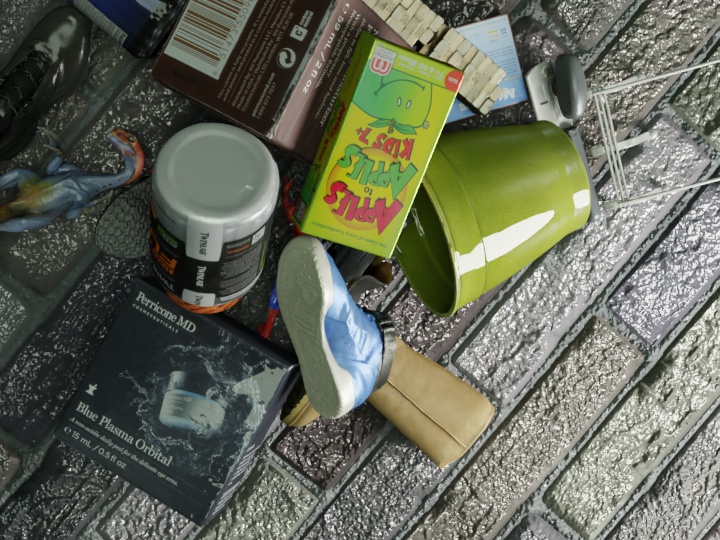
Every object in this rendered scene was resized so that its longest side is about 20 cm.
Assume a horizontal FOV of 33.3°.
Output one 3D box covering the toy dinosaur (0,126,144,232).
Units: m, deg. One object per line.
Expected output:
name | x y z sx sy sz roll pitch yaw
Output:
toy dinosaur | -0.332 -0.098 1.310 0.181 0.200 0.106 -14 89 -29

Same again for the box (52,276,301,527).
box | -0.196 0.139 1.325 0.196 0.117 0.201 29 93 6

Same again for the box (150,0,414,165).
box | -0.074 -0.214 1.242 0.164 0.200 0.167 28 93 25

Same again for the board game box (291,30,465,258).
board game box | 0.016 -0.123 1.191 0.101 0.048 0.201 16 105 -22

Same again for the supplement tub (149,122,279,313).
supplement tub | -0.150 -0.045 1.206 0.122 0.200 0.123 5 59 -8

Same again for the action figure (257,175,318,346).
action figure | -0.070 -0.025 1.372 0.065 0.099 0.201 12 119 -10

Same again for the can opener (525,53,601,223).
can opener | 0.237 -0.145 1.383 0.052 0.066 0.201 -21 105 -26

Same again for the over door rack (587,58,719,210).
over door rack | 0.363 -0.161 1.386 0.199 0.067 0.149 -13 100 16

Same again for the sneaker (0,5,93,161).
sneaker | -0.356 -0.193 1.282 0.076 0.091 0.200 35 103 -4

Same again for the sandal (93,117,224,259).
sandal | -0.218 -0.089 1.356 0.075 0.045 0.200 46 76 -16

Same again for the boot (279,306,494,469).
boot | 0.031 0.165 1.403 0.200 0.066 0.175 41 92 -11

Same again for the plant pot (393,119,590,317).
plant pot | 0.143 -0.076 1.330 0.192 0.200 0.202 -21 100 -14

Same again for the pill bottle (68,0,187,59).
pill bottle | -0.240 -0.299 1.285 0.200 0.112 0.112 39 92 -10

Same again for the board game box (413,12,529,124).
board game box | 0.086 -0.218 1.380 0.199 0.019 0.104 -16 97 -4

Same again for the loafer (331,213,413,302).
loafer | 0.000 0.000 1.335 0.072 0.073 0.201 30 131 15

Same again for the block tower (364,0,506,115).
block tower | 0.073 -0.256 1.337 0.200 0.058 0.054 38 91 -11

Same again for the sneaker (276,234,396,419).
sneaker | -0.020 0.048 1.305 0.111 0.076 0.201 -25 105 -46
